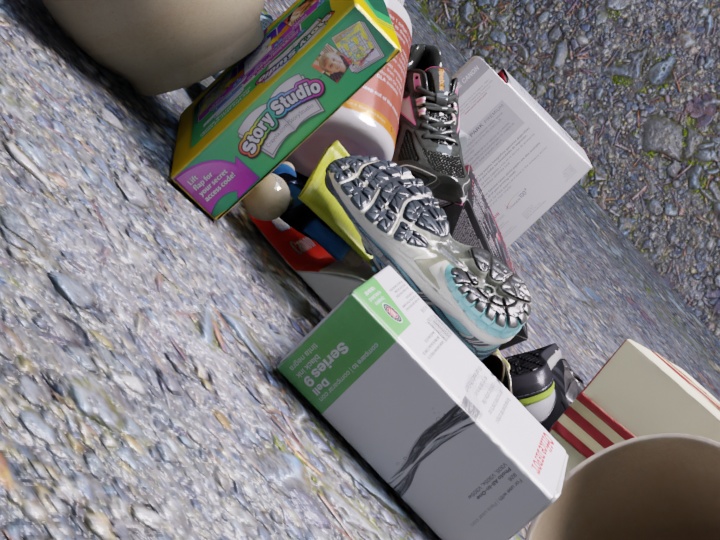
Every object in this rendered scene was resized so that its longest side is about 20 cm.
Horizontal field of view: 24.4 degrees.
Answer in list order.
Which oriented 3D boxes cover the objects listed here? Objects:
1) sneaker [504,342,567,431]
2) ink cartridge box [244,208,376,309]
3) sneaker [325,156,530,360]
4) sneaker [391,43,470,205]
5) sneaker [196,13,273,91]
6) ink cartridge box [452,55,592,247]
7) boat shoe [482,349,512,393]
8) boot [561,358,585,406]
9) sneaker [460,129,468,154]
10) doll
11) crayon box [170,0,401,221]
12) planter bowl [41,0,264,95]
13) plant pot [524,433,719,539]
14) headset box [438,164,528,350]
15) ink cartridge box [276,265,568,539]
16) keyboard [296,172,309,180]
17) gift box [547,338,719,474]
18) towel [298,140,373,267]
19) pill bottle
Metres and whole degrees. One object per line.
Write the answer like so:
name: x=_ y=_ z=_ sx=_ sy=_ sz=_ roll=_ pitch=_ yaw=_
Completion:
sneaker: x=0.160 y=0.124 z=1.572 sx=0.200 sy=0.072 sz=0.083 roll=-34 pitch=107 yaw=-77
ink cartridge box: x=0.000 y=0.000 z=1.433 sx=0.200 sy=0.050 sz=0.162 roll=49 pitch=13 yaw=2
sneaker: x=0.036 y=-0.004 z=1.306 sx=0.200 sy=0.086 sz=0.078 roll=47 pitch=41 yaw=14
sneaker: x=0.059 y=-0.143 z=1.537 sx=0.080 sy=0.086 sz=0.200 roll=9 pitch=35 yaw=-24
sneaker: x=-0.116 y=-0.208 z=1.578 sx=0.078 sy=0.086 sz=0.200 roll=28 pitch=15 yaw=-38
ink cartridge box: x=0.114 y=-0.111 z=1.778 sx=0.176 sy=0.200 sz=0.084 roll=44 pitch=12 yaw=-12
boat shoe: x=0.101 y=0.096 z=1.430 sx=0.072 sy=0.060 sz=0.202 roll=43 pitch=13 yaw=-4
boot: x=0.225 y=0.151 z=1.672 sx=0.132 sy=0.070 sz=0.200 roll=44 pitch=2 yaw=5
sneaker: x=0.025 y=-0.107 z=1.617 sx=0.071 sy=0.073 sz=0.200 roll=31 pitch=30 yaw=23
doll: x=-0.027 y=-0.052 z=1.405 sx=0.200 sy=0.049 sz=0.137 roll=6 pitch=35 yaw=-49
crayon box: x=-0.063 y=-0.150 z=1.351 sx=0.058 sy=0.200 sz=0.173 roll=43 pitch=13 yaw=-19
planter bowl: x=-0.158 y=-0.228 z=1.369 sx=0.200 sy=0.200 sz=0.135 roll=-101 pitch=168 yaw=-67
plant pot: x=0.239 y=0.250 z=1.201 sx=0.200 sy=0.187 sz=0.187 roll=53 pitch=5 yaw=-42
headset box: x=0.103 y=-0.012 z=1.632 sx=0.200 sy=0.075 sz=0.149 roll=-75 pitch=141 yaw=-75
ink cartridge box: x=0.049 y=0.103 z=1.199 sx=0.200 sy=0.084 sz=0.146 roll=46 pitch=13 yaw=3
keyboard: x=-0.070 y=-0.099 z=1.549 sx=0.127 sy=0.021 sz=0.200 roll=46 pitch=10 yaw=31
gift box: x=0.254 y=0.189 z=1.393 sx=0.187 sy=0.185 sz=0.200 roll=43 pitch=14 yaw=29
towel: x=0.035 y=-0.018 z=1.383 sx=0.200 sy=0.018 sz=0.086 roll=43 pitch=36 yaw=-14
pill bottle: x=-0.012 y=-0.189 z=1.519 sx=0.112 sy=0.112 sz=0.200 roll=35 pitch=52 yaw=-38
